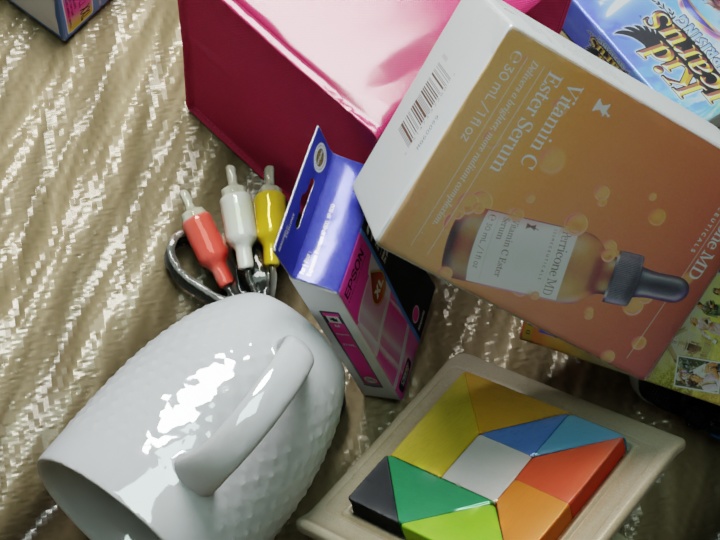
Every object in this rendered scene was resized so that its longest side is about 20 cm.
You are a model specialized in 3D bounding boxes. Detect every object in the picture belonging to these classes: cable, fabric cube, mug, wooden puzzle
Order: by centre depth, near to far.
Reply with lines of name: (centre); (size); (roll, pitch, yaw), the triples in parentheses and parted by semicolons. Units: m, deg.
mug: (-0.087, 0.100, 1.016); (0.148, 0.200, 0.175); (43, 66, -5)
wooden puzzle: (0.083, 0.133, 1.044); (0.184, 0.037, 0.200); (20, 47, 36)
cable: (-0.078, 0.023, 1.138); (0.097, 0.050, 0.201); (-17, 66, -7)
fabric cube: (0.006, -0.167, 1.155); (0.199, 0.200, 0.196); (-41, 74, -20)

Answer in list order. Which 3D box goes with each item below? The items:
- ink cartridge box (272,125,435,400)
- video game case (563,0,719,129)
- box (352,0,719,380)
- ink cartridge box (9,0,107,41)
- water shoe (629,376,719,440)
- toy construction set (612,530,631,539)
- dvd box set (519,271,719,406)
ink cartridge box: (0.000, 0.000, 1.073); (0.037, 0.200, 0.095); (6, 62, 25)
video game case: (0.261, -0.211, 1.284); (0.181, 0.046, 0.200); (-31, 70, -17)
box: (0.121, -0.053, 0.989); (0.199, 0.106, 0.153); (26, 105, -18)
ink cartridge box: (-0.217, -0.298, 1.273); (0.136, 0.076, 0.200); (37, 68, 13)
water shoe: (0.282, 0.099, 1.102); (0.199, 0.072, 0.079); (15, 31, 2)
toy construction set: (0.133, 0.220, 1.040); (0.200, 0.092, 0.131); (36, 91, 21)
dvd box set: (0.218, 0.007, 1.077); (0.199, 0.029, 0.147); (17, 100, 20)
